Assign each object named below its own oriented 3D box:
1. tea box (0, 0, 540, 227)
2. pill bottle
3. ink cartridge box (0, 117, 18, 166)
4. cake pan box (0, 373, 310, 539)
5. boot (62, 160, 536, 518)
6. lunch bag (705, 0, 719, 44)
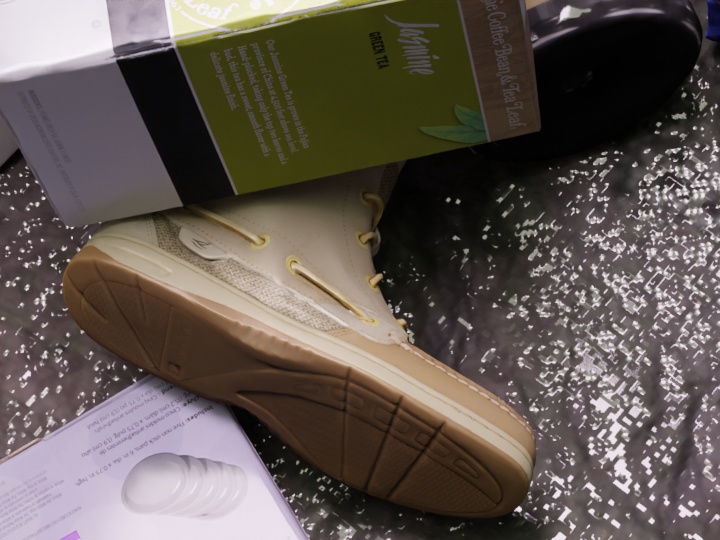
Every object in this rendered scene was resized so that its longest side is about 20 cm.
[{"bbox_3d":[-0.045,-0.147,1.115,0.195,0.134,0.201,-12,66,3],"label":"tea box"},{"bbox_3d":[0.059,-0.156,1.233,0.111,0.112,0.201,-20,64,-2],"label":"pill bottle"},{"bbox_3d":[-0.208,-0.138,1.201,0.083,0.200,0.147,-45,67,4],"label":"ink cartridge box"},{"bbox_3d":[-0.102,0.158,1.142,0.199,0.052,0.185,-31,63,-8],"label":"cake pan box"},{"bbox_3d":[0.000,0.000,1.179,0.199,0.073,0.156,26,50,6],"label":"boot"},{"bbox_3d":[0.249,-0.157,1.191,0.150,0.094,0.201,30,86,15],"label":"lunch bag"}]
